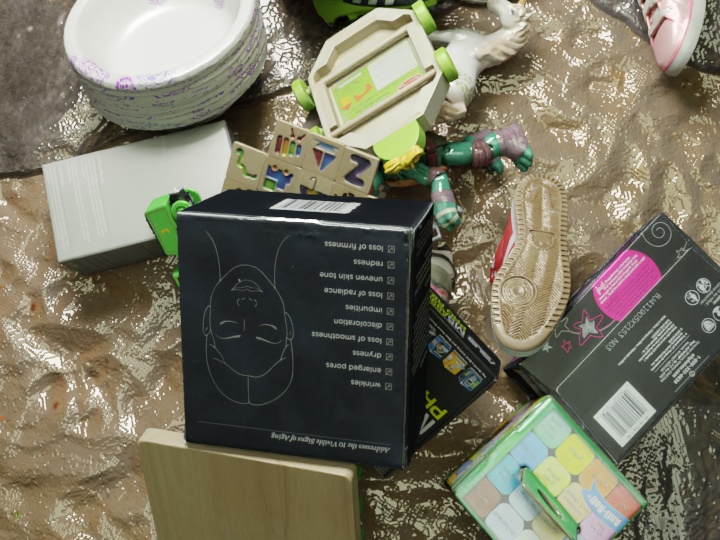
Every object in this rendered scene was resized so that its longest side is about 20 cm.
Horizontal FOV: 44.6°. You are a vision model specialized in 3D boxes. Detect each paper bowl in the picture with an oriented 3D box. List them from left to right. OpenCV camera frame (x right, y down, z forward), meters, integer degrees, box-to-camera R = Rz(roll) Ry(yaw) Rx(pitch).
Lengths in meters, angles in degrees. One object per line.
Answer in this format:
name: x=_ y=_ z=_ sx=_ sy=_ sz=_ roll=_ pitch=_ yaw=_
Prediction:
paper bowl: x=-0.192 y=-0.225 z=0.902 sx=0.196 sy=0.105 sz=0.204 roll=-4 pitch=54 yaw=6

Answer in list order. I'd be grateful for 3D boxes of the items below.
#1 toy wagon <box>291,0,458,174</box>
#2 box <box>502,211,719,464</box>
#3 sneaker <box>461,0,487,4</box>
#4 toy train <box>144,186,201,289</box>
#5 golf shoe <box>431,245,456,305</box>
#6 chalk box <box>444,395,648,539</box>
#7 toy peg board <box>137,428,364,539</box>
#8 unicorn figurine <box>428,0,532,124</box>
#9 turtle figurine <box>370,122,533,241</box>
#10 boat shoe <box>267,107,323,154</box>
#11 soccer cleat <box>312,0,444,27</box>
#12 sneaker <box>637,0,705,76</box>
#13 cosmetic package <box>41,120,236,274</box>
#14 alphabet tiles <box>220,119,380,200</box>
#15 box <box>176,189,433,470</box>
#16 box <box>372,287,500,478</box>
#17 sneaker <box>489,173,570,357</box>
toy wagon: x=0.019 y=-0.163 z=0.834 sx=0.153 sy=0.040 sz=0.203 roll=-29 pitch=55 yaw=15
box: x=0.255 y=0.069 z=0.849 sx=0.132 sy=0.115 sz=0.200 roll=44 pitch=86 yaw=7
sneaker: x=0.100 y=-0.343 z=0.941 sx=0.195 sy=0.088 sz=0.077 roll=6 pitch=78 yaw=2
toy train: x=-0.150 y=0.012 z=0.866 sx=0.055 sy=0.042 sz=0.203 roll=-17 pitch=114 yaw=13
golf shoe: x=0.000 y=0.000 z=0.902 sx=0.196 sy=0.073 sz=0.093 roll=10 pitch=48 yaw=9
chalk box: x=0.161 y=0.198 z=0.785 sx=0.123 sy=0.200 sz=0.125 roll=-41 pitch=81 yaw=-5
toy peg board: x=-0.083 y=0.221 z=0.820 sx=0.195 sy=0.098 sz=0.204 roll=6 pitch=120 yaw=16
unicorn figurine: x=0.099 y=-0.225 z=0.915 sx=0.135 sy=0.074 sz=0.203 roll=14 pitch=69 yaw=12
turtle figurine: x=0.062 y=-0.093 z=0.866 sx=0.197 sy=0.150 sz=0.102 roll=-20 pitch=118 yaw=-16
boat shoe: x=-0.065 y=-0.107 z=0.902 sx=0.059 sy=0.072 sz=0.202 roll=33 pitch=70 yaw=0
soccer cleat: x=0.034 y=-0.308 z=0.910 sx=0.196 sy=0.068 sz=0.083 roll=-2 pitch=116 yaw=26
sneaker: x=0.307 y=-0.304 z=0.931 sx=0.102 sy=0.075 sz=0.204 roll=12 pitch=73 yaw=0
cosmetic package: x=-0.214 y=-0.073 z=0.907 sx=0.196 sy=0.090 sz=0.109 roll=-11 pitch=81 yaw=-3
alphabet tiles: x=-0.057 y=-0.025 z=0.802 sx=0.164 sy=0.006 sz=0.203 roll=21 pitch=109 yaw=6
box: x=-0.043 y=0.043 z=0.748 sx=0.196 sy=0.124 sz=0.201 roll=5 pitch=104 yaw=12
box: x=0.012 y=0.075 z=0.841 sx=0.200 sy=0.044 sz=0.160 roll=46 pitch=111 yaw=-2
sneaker: x=0.158 y=0.017 z=0.843 sx=0.070 sy=0.113 sz=0.203 roll=13 pitch=53 yaw=7
